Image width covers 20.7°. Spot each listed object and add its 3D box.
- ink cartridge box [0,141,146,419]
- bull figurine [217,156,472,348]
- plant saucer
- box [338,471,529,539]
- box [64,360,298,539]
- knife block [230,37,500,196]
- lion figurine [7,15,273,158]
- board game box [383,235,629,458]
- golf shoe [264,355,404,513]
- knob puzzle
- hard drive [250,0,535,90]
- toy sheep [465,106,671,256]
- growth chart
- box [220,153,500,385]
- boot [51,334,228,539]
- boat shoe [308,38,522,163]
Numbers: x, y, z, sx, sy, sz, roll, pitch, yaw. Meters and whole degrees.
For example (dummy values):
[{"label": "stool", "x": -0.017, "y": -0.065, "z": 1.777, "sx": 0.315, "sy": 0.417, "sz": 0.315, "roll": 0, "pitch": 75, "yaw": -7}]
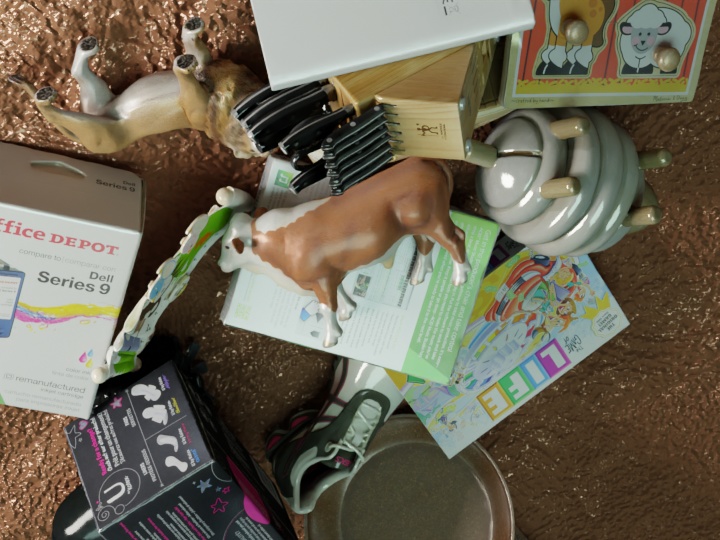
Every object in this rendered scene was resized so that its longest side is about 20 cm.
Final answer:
[{"label": "ink cartridge box", "x": -0.264, "y": 0.009, "z": 1.575, "sx": 0.145, "sy": 0.088, "sz": 0.201, "roll": 12, "pitch": 123, "yaw": -14}, {"label": "bull figurine", "x": -0.011, "y": -0.018, "z": 1.555, "sx": 0.199, "sy": 0.065, "sz": 0.122, "roll": -23, "pitch": 112, "yaw": 4}, {"label": "plant saucer", "x": 0.047, "y": 0.231, "z": 1.794, "sx": 0.200, "sy": 0.201, "sz": 0.037, "roll": -31, "pitch": 168, "yaw": 13}, {"label": "box", "x": 0.070, "y": 0.278, "z": 1.896, "sx": 0.158, "sy": 0.048, "sz": 0.200, "roll": -33, "pitch": 127, "yaw": 13}, {"label": "box", "x": -0.142, "y": 0.198, "z": 1.648, "sx": 0.114, "sy": 0.132, "sz": 0.200, "roll": -31, "pitch": 133, "yaw": 2}, {"label": "knife block", "x": 0.004, "y": -0.146, "z": 1.489, "sx": 0.175, "sy": 0.201, "sz": 0.064, "roll": 7, "pitch": 143, "yaw": 14}, {"label": "lion figurine", "x": -0.159, "y": -0.126, "z": 1.516, "sx": 0.199, "sy": 0.073, "sz": 0.123, "roll": -5, "pitch": 145, "yaw": 9}, {"label": "board game box", "x": 0.119, "y": 0.053, "z": 1.699, "sx": 0.200, "sy": 0.034, "sz": 0.135, "roll": -37, "pitch": 123, "yaw": -1}, {"label": "golf shoe", "x": -0.003, "y": 0.132, "z": 1.739, "sx": 0.077, "sy": 0.088, "sz": 0.200, "roll": 27, "pitch": 116, "yaw": -28}, {"label": "knob puzzle", "x": 0.203, "y": -0.219, "z": 1.507, "sx": 0.219, "sy": 0.030, "sz": 0.221, "roll": -10, "pitch": 118, "yaw": -20}, {"label": "hard drive", "x": 0.016, "y": -0.220, "z": 1.447, "sx": 0.199, "sy": 0.133, "sz": 0.026, "roll": -14, "pitch": 175, "yaw": -1}, {"label": "toy sheep", "x": 0.161, "y": -0.075, "z": 1.581, "sx": 0.199, "sy": 0.138, "sz": 0.138, "roll": 22, "pitch": 121, "yaw": -33}, {"label": "growth chart", "x": -0.150, "y": 0.011, "z": 1.572, "sx": 0.018, "sy": 0.145, "sz": 0.200, "roll": 37, "pitch": 101, "yaw": 4}, {"label": "box", "x": 0.000, "y": 0.000, "z": 1.612, "sx": 0.199, "sy": 0.036, "sz": 0.145, "roll": 16, "pitch": 99, "yaw": -11}, {"label": "boot", "x": -0.206, "y": 0.154, "z": 1.718, "sx": 0.198, "sy": 0.073, "sz": 0.163, "roll": -26, "pitch": 132, "yaw": -1}, {"label": "boat shoe", "x": 0.047, "y": -0.128, "z": 1.559, "sx": 0.199, "sy": 0.074, "sz": 0.069, "roll": -14, "pitch": 153, "yaw": -7}]
